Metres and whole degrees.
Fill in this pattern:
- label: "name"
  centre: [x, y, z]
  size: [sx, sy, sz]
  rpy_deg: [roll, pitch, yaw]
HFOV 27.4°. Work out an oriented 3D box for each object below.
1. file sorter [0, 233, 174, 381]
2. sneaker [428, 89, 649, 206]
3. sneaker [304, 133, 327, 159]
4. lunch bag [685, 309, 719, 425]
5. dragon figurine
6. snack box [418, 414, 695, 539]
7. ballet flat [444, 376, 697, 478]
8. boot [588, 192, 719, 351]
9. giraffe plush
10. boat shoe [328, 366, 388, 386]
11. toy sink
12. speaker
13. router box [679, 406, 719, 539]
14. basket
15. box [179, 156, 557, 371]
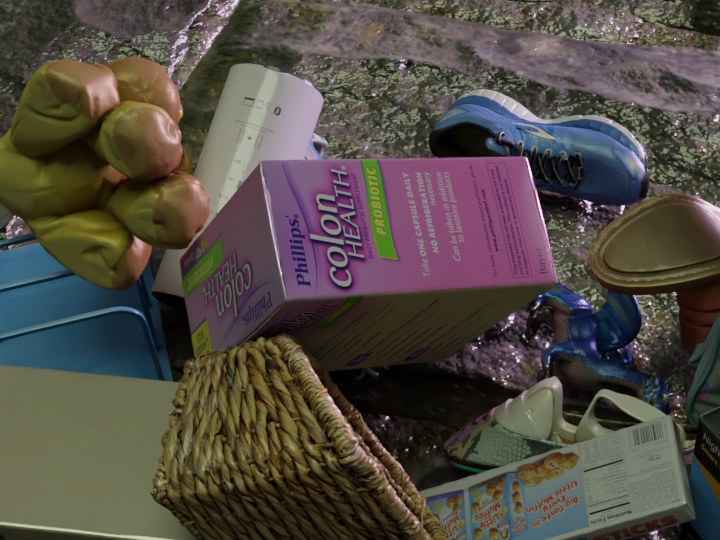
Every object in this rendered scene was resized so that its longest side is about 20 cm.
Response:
- label: "file sorter"
  centre: [-0.235, 0.011, 1.161]
  size: [0.139, 0.123, 0.200]
  rpy_deg: [-13, 48, -6]
- label: "sneaker"
  centre: [0.145, -0.089, 1.231]
  size: [0.200, 0.079, 0.089]
  rpy_deg: [18, 37, 30]
- label: "sneaker"
  centre: [-0.038, -0.044, 1.226]
  size: [0.072, 0.072, 0.200]
  rpy_deg: [-3, 51, -17]
- label: "lunch bag"
  centre: [0.309, 0.065, 1.001]
  size: [0.160, 0.200, 0.077]
  rpy_deg: [21, 48, 13]
- label: "dragon figurine"
  centre: [0.179, 0.044, 1.127]
  size: [0.099, 0.059, 0.200]
  rpy_deg: [-7, 52, -3]
- label: "snack box"
  centre: [0.124, 0.160, 1.001]
  size: [0.200, 0.024, 0.072]
  rpy_deg: [-20, 45, 21]
- label: "ballet flat"
  centre: [0.158, 0.115, 1.049]
  size: [0.200, 0.071, 0.069]
  rpy_deg: [7, 24, 19]
- label: "boot"
  centre: [0.248, 0.005, 1.088]
  size: [0.200, 0.155, 0.077]
  rpy_deg: [-24, 60, -19]
- label: "giraffe plush"
  centre: [-0.189, -0.091, 1.091]
  size: [0.200, 0.173, 0.162]
  rpy_deg: [-14, 25, 29]
- label: "boat shoe"
  centre: [-0.002, 0.052, 1.139]
  size: [0.068, 0.072, 0.200]
  rpy_deg: [31, 51, 31]
- label: "toy sink"
  centre: [-0.181, 0.157, 1.033]
  size: [0.200, 0.112, 0.131]
  rpy_deg: [5, 49, 4]
- label: "speaker"
  centre: [-0.097, -0.058, 1.168]
  size: [0.081, 0.081, 0.200]
  rpy_deg: [14, 77, 18]
- label: "router box"
  centre: [0.284, 0.192, 0.924]
  size: [0.051, 0.149, 0.200]
  rpy_deg: [-25, 50, -16]
- label: "basket"
  centre: [-0.013, 0.130, 0.958]
  size: [0.149, 0.200, 0.143]
  rpy_deg: [-16, 40, 26]
- label: "box"
  centre: [0.000, 0.000, 1.020]
  size: [0.200, 0.176, 0.097]
  rpy_deg: [-4, 72, -26]
